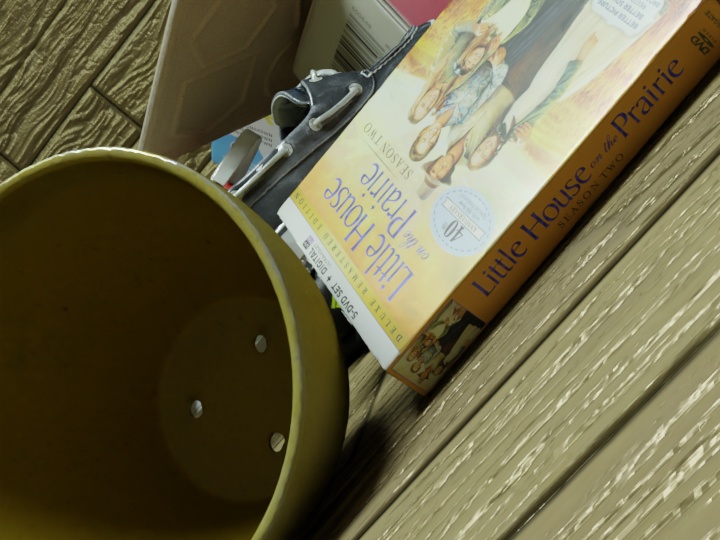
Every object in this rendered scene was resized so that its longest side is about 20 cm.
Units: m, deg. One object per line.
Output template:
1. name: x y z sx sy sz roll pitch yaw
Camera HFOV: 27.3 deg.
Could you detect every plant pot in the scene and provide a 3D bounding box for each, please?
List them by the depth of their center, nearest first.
1. plant pot: -0.082 0.055 0.665 0.200 0.200 0.142 -49 -22 14

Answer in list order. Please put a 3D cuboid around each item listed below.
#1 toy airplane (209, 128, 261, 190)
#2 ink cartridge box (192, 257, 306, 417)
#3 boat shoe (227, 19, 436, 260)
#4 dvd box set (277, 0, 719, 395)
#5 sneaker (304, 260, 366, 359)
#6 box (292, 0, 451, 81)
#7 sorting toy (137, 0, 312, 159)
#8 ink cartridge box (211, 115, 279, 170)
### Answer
1. toy airplane: -0.083 -0.017 1.033 0.200 0.141 0.200 -46 13 29
2. ink cartridge box: -0.110 0.042 1.183 0.200 0.147 0.083 -48 -38 13
3. boat shoe: -0.016 -0.078 0.808 0.200 0.068 0.072 -52 5 -24
4. dvd box set: 0.056 -0.062 0.650 0.200 0.029 0.147 -49 36 10
5. sneaker: 0.000 0.000 0.937 0.200 0.073 0.088 -54 1 31
6. box: 0.070 -0.174 0.986 0.199 0.109 0.128 -33 -18 -31
7. sorting toy: -0.067 -0.158 0.981 0.184 0.037 0.200 -29 -18 -34
8. ink cartridge box: -0.037 -0.175 1.174 0.201 0.128 0.126 95 -158 -47
